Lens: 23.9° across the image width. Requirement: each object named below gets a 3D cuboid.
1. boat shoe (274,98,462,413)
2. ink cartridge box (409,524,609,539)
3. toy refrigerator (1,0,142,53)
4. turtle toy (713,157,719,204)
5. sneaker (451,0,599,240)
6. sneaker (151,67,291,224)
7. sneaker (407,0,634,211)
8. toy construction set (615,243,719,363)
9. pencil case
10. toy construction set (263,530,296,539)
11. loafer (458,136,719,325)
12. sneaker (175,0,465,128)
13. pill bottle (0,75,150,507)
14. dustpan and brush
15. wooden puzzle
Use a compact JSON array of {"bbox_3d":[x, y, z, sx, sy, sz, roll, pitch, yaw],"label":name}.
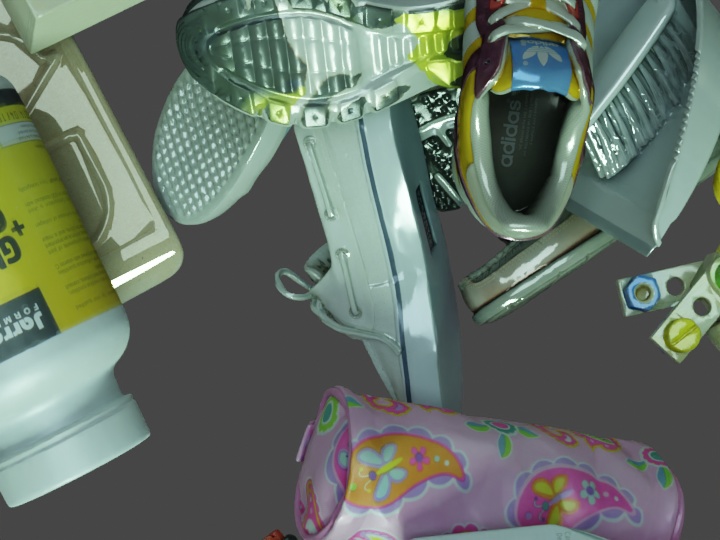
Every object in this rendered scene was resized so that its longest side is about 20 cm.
[{"bbox_3d":[-0.001,0.001,0.905,0.086,0.075,0.203,-7,112,17],"label":"boat shoe"},{"bbox_3d":[0.124,0.188,0.866,0.199,0.163,0.057,-8,49,-3],"label":"ink cartridge box"},{"bbox_3d":[-0.105,-0.198,0.908,0.199,0.070,0.076,-30,88,-17],"label":"toy refrigerator"},{"bbox_3d":[0.233,-0.117,0.828,0.100,0.146,0.201,3,76,2],"label":"turtle toy"},{"bbox_3d":[0.079,-0.114,0.762,0.074,0.090,0.201,-2,102,-4],"label":"sneaker"},{"bbox_3d":[-0.039,-0.109,0.924,0.074,0.082,0.201,44,113,30],"label":"sneaker"},{"bbox_3d":[0.083,-0.102,0.930,0.199,0.080,0.074,-29,117,13],"label":"sneaker"},{"bbox_3d":[0.250,0.002,0.912,0.200,0.092,0.131,-38,87,9],"label":"toy construction set"},{"bbox_3d":[0.067,0.116,0.878,0.199,0.087,0.088,11,87,-19],"label":"pencil case"},{"bbox_3d":[-0.071,0.197,0.862,0.199,0.131,0.093,-21,89,13],"label":"toy construction set"},{"bbox_3d":[0.129,-0.047,0.921,0.199,0.072,0.063,-34,86,-10],"label":"loafer"},{"bbox_3d":[0.006,-0.122,0.848,0.199,0.085,0.075,-4,119,-11],"label":"sneaker"},{"bbox_3d":[-0.185,0.011,0.857,0.112,0.112,0.201,-27,92,-1],"label":"pill bottle"},{"bbox_3d":[0.146,-0.121,0.822,0.057,0.140,0.201,31,94,-27],"label":"dustpan and brush"},{"bbox_3d":[-0.219,-0.048,0.934,0.184,0.046,0.201,-28,92,-1],"label":"wooden puzzle"}]
